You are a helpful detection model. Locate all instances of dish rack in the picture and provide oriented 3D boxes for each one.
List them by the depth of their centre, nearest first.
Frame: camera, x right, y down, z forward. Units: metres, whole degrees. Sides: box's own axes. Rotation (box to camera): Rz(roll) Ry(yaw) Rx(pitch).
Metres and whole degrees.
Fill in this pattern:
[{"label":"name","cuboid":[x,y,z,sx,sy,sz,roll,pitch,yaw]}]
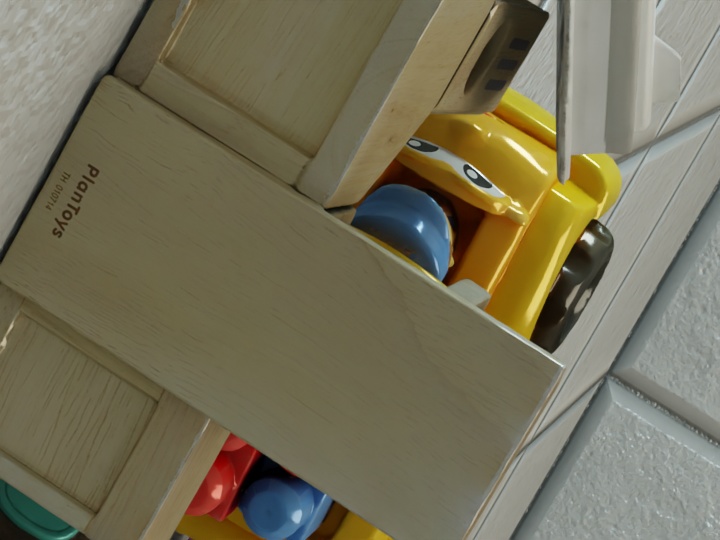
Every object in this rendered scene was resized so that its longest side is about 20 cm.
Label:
[{"label":"dish rack","cuboid":[0.087,-0.148,0.858,0.201,0.043,0.172,86,7,-47]}]

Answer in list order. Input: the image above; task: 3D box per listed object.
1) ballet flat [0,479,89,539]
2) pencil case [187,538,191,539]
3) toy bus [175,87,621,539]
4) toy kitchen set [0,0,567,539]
[{"label":"ballet flat","cuboid":[-0.123,0.099,0.839,0.200,0.069,0.070,-48,166,-45]},{"label":"pencil case","cuboid":[-0.056,0.148,1.224,0.200,0.091,0.094,-54,180,-31]},{"label":"toy bus","cuboid":[-0.006,0.026,0.961,0.201,0.135,0.192,-62,170,14]},{"label":"toy kitchen set","cuboid":[0.000,0.000,0.840,0.201,0.163,0.180,-59,170,10]}]
